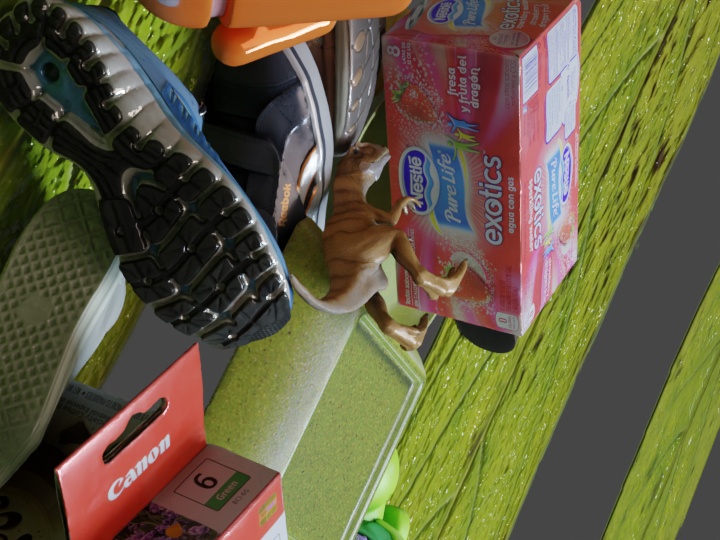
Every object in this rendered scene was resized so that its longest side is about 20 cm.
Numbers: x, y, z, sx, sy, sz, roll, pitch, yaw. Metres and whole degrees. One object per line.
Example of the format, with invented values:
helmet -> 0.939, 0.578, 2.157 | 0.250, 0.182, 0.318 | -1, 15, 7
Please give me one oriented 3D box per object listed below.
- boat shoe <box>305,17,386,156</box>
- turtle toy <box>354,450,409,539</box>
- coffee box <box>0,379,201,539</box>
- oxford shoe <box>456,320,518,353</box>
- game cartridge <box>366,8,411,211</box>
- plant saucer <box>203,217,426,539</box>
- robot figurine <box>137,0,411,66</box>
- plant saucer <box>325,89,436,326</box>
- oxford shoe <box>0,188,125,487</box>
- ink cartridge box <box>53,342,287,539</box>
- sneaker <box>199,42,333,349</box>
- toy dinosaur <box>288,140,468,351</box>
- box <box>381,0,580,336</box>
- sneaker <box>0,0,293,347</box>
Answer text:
boat shoe -> -0.028, -0.167, 0.876 | 0.076, 0.071, 0.202 | -52, 144, -63
turtle toy -> -0.021, 0.204, 1.032 | 0.101, 0.145, 0.201 | 32, 75, -39
coffee box -> -0.173, 0.159, 0.751 | 0.201, 0.112, 0.080 | -60, 148, -23
oxford shoe -> 0.107, -0.019, 1.193 | 0.201, 0.071, 0.072 | 84, 30, -55
game cartridge -> 0.010, -0.052, 1.039 | 0.201, 0.032, 0.176 | -61, 149, -18
plant saucer -> -0.026, 0.098, 0.904 | 0.201, 0.048, 0.200 | -64, 154, -13
robot figurine -> -0.041, -0.180, 0.751 | 0.144, 0.198, 0.118 | 133, -50, -73
plant saucer -> 0.020, -0.038, 1.006 | 0.200, 0.031, 0.201 | -36, 134, -48
oxford shoe -> -0.175, 0.051, 0.742 | 0.201, 0.075, 0.058 | -60, 173, -21
ink cartridge box -> -0.084, 0.148, 0.730 | 0.109, 0.050, 0.201 | -44, 142, -43
sneaker -> -0.064, -0.045, 0.868 | 0.079, 0.078, 0.201 | -29, 125, -43
toy dinosaur -> 0.000, 0.000, 0.820 | 0.060, 0.106, 0.200 | -49, -164, 26
box -> 0.081, -0.074, 0.961 | 0.103, 0.094, 0.201 | -47, 142, -45
sneaker -> -0.092, -0.056, 0.740 | 0.201, 0.078, 0.090 | 56, 27, -4
